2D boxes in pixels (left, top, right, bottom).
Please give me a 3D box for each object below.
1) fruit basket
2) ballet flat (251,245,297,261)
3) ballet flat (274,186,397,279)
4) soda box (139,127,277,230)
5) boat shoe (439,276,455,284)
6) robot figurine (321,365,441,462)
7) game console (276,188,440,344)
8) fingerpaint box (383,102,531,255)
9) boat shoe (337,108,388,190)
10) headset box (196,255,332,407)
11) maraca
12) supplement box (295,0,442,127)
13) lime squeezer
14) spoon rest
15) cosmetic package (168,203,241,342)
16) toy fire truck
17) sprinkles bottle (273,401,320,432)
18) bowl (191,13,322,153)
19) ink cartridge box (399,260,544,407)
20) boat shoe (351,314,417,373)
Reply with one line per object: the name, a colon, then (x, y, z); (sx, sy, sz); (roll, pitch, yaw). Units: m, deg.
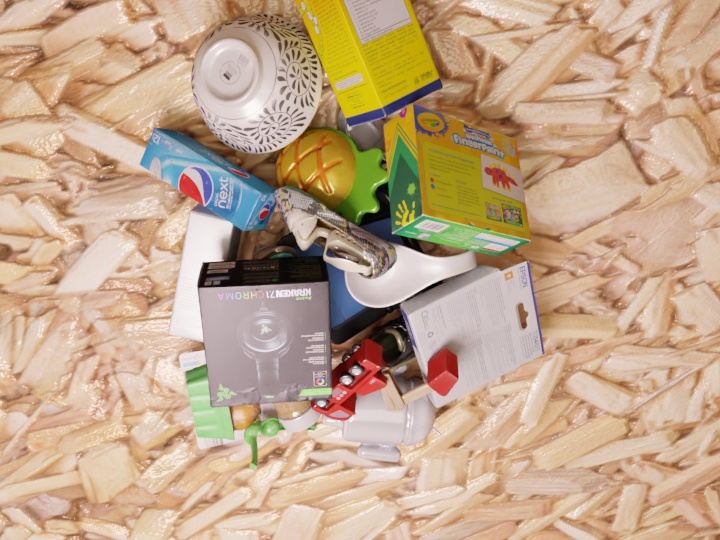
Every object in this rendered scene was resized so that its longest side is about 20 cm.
fruit basket: (-0.187, 0.196, 1.133); (0.200, 0.094, 0.185); (-14, 116, -18)
ballet flat: (-0.148, 0.004, 1.036); (0.068, 0.067, 0.200); (2, 145, -26)
ballet flat: (-0.047, -0.048, 0.934); (0.200, 0.072, 0.072); (30, 105, 9)
soda box: (-0.220, -0.134, 0.994); (0.200, 0.068, 0.064); (31, 105, 14)
boat shoe: (0.177, 0.068, 1.097); (0.069, 0.071, 0.200); (-23, 115, 4)
robot figurine: (0.037, 0.228, 1.120); (0.200, 0.113, 0.170); (6, 88, -2)
game console: (0.000, 0.000, 1.042); (0.171, 0.118, 0.200); (-13, 113, 46)
fingerpaint box: (0.135, -0.122, 0.951); (0.200, 0.073, 0.167); (9, 68, -33)
boat shoe: (0.029, -0.160, 1.023); (0.072, 0.069, 0.200); (-24, 106, 7)
headset box: (-0.129, 0.090, 0.948); (0.174, 0.093, 0.200); (-2, 114, -6)
maraca: (-0.045, -0.137, 0.986); (0.200, 0.107, 0.137); (22, 98, 34)
supplement box: (0.010, -0.317, 0.935); (0.109, 0.109, 0.200); (-31, 107, -24)
lime squeezer: (-0.144, 0.265, 1.101); (0.071, 0.200, 0.038); (10, 98, 23)
spoon rest: (0.076, -0.004, 0.984); (0.200, 0.061, 0.099); (-12, 105, -4)
cosmetic package: (-0.237, -0.001, 1.054); (0.071, 0.101, 0.200); (14, 106, -4)
toy fire truck: (0.034, 0.169, 1.006); (0.141, 0.049, 0.200); (31, 124, -19)
sprinkles bottle: (-0.130, 0.158, 1.062); (0.068, 0.068, 0.200); (-22, 112, 6)
bowl: (-0.162, -0.267, 0.943); (0.201, 0.094, 0.201); (1, 95, 16)
ink cartridge box: (0.176, 0.092, 1.039); (0.200, 0.041, 0.200); (-23, 123, -8)
boat shoe: (0.059, 0.114, 1.075); (0.201, 0.066, 0.072); (-35, 68, -13)
